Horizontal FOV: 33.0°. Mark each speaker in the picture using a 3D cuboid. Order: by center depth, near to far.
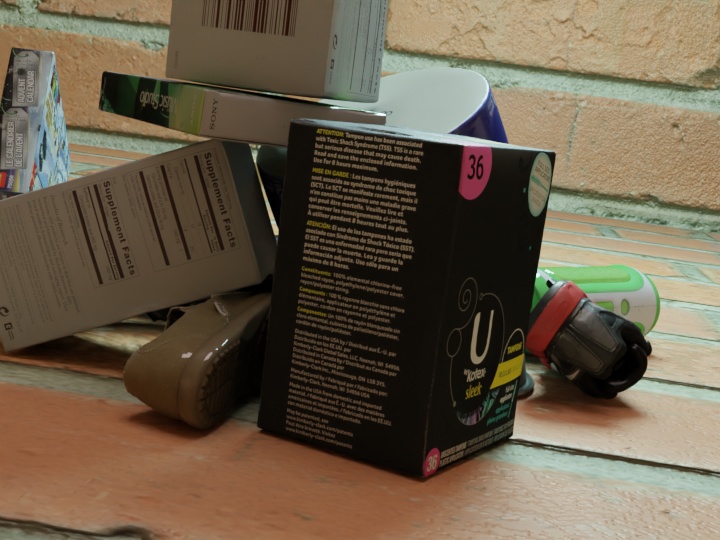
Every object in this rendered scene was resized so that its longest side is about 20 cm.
[{"bbox_3d":[0.208,0.036,1.184,0.199,0.089,0.088,-1,12,-45],"label":"speaker"}]

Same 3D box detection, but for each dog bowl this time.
[{"bbox_3d":[0.020,-0.086,0.979,0.199,0.079,0.200,-16,26,8],"label":"dog bowl"}]

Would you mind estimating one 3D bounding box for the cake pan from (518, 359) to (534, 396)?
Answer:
[{"bbox_3d":[0.048,0.064,1.012,0.199,0.037,0.200,7,9,-1],"label":"cake pan"}]

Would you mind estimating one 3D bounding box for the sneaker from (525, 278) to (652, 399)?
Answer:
[{"bbox_3d":[0.195,0.067,1.019,0.098,0.071,0.200,37,2,20],"label":"sneaker"}]

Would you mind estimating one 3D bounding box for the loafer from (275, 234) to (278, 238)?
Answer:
[{"bbox_3d":[-0.135,-0.012,1.287,0.072,0.073,0.200,2,-6,33],"label":"loafer"}]

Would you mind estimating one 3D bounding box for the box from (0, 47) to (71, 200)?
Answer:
[{"bbox_3d":[-0.294,-0.085,1.087,0.040,0.138,0.200,5,-25,-7],"label":"box"}]

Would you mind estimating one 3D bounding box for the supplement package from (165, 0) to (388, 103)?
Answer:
[{"bbox_3d":[-0.053,-0.189,0.899,0.116,0.118,0.200,8,7,9],"label":"supplement package"}]

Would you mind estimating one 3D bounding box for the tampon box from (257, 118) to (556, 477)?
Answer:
[{"bbox_3d":[0.032,0.010,0.794,0.126,0.201,0.150,12,10,28],"label":"tampon box"}]

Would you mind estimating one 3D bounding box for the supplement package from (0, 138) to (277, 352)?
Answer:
[{"bbox_3d":[-0.173,-0.024,0.921,0.199,0.110,0.114,-15,6,5],"label":"supplement package"}]

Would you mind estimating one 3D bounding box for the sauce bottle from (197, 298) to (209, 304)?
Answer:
[{"bbox_3d":[-0.165,0.007,1.121,0.199,0.066,0.066,7,8,-13],"label":"sauce bottle"}]

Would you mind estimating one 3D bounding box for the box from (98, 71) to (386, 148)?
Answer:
[{"bbox_3d":[-0.093,-0.117,0.902,0.144,0.037,0.200,4,8,-31],"label":"box"}]

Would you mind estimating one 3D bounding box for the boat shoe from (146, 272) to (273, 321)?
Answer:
[{"bbox_3d":[-0.169,0.009,1.058,0.199,0.068,0.072,-1,17,-26],"label":"boat shoe"}]

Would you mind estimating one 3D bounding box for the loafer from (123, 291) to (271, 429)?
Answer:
[{"bbox_3d":[-0.100,0.050,0.833,0.067,0.076,0.200,15,9,10],"label":"loafer"}]

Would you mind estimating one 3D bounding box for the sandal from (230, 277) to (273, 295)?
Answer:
[{"bbox_3d":[-0.081,0.037,1.013,0.075,0.045,0.200,-28,-2,5],"label":"sandal"}]

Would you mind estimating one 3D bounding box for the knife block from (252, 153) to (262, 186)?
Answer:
[{"bbox_3d":[-0.192,-0.078,1.324,0.064,0.201,0.176,12,-20,27],"label":"knife block"}]
